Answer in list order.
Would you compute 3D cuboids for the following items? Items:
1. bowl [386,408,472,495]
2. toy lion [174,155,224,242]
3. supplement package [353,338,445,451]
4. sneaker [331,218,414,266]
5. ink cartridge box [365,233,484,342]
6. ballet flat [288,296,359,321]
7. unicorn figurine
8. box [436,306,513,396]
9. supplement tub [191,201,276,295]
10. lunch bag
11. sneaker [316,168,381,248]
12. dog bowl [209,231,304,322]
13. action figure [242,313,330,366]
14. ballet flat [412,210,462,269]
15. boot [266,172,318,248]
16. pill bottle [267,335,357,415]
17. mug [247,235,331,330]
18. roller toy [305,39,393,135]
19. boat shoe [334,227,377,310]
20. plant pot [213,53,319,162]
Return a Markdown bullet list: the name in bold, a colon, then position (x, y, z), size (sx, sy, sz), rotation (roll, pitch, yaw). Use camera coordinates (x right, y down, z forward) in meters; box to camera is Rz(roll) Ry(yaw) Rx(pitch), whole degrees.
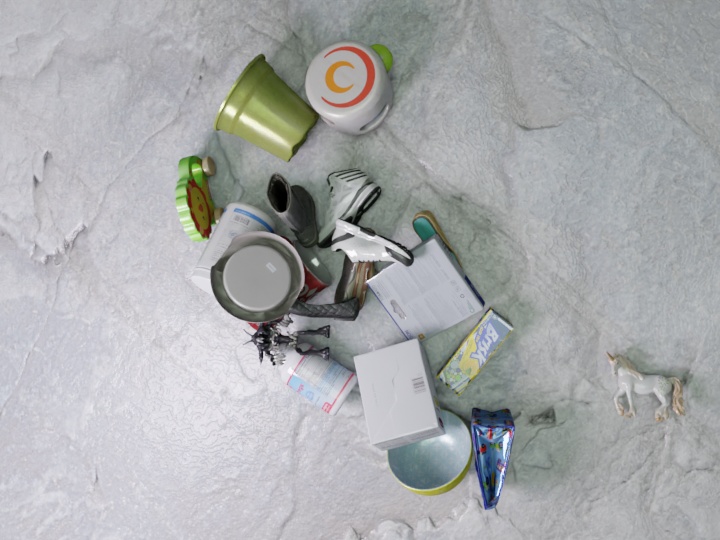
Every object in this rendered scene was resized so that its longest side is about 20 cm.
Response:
- **bowl**: position (0.168, 0.428, 1.550), size (0.199, 0.201, 0.108), rotation (-19, 133, 9)
- **toy lion**: position (-0.379, -0.166, 1.571), size (0.068, 0.192, 0.202), rotation (-13, 90, 9)
- **supplement package**: position (0.088, 0.279, 1.527), size (0.154, 0.111, 0.202), rotation (-16, 65, 9)
- **sneaker**: position (0.025, -0.045, 1.507), size (0.199, 0.074, 0.081), rotation (24, 94, 20)
- **ink cartridge box**: position (0.146, 0.048, 1.550), size (0.199, 0.043, 0.197), rotation (-31, 101, 26)
- **ballet flat**: position (-0.099, 0.077, 1.528), size (0.198, 0.066, 0.057), rotation (7, 89, -14)
- **unicorn figurine**: position (0.614, 0.258, 1.511), size (0.198, 0.074, 0.139), rotation (7, 84, -6)
- **box**: position (0.260, 0.183, 1.557), size (0.070, 0.064, 0.201), rotation (38, 98, 5)
- **supplement tub**: position (-0.287, -0.042, 1.562), size (0.131, 0.132, 0.201), rotation (21, 71, 7)
- **lunch bag**: position (0.294, 0.423, 1.520), size (0.093, 0.151, 0.202), rotation (0, 92, 9)
- **sneaker**: position (-0.053, -0.153, 1.596), size (0.201, 0.076, 0.115), rotation (-47, 71, 9)
- **dog bowl**: position (-0.220, 0.020, 1.457), size (0.198, 0.059, 0.202), rotation (4, 73, -11)
- **action figure**: position (-0.167, 0.152, 1.514), size (0.198, 0.102, 0.120), rotation (2, 82, -2)
- **ballet flat**: position (0.185, -0.050, 1.554), size (0.068, 0.063, 0.201), rotation (-20, 106, 28)
- **boot**: position (-0.159, -0.156, 1.514), size (0.072, 0.200, 0.183), rotation (-28, 61, 9)
- **pill bottle**: position (-0.114, 0.240, 1.594), size (0.199, 0.109, 0.109), rotation (33, 97, 6)
- **mug**: position (-0.187, 0.031, 1.605), size (0.200, 0.178, 0.133), rotation (-40, 124, 13)
- **roller toy**: position (-0.024, -0.405, 1.533), size (0.198, 0.140, 0.184), rotation (3, 84, 13)
- **boat shoe**: position (0.000, 0.000, 1.591), size (0.071, 0.076, 0.202), rotation (16, 98, -24)
- **plant pot**: position (-0.202, -0.351, 1.549), size (0.184, 0.200, 0.201), rotation (34, 97, -5)
